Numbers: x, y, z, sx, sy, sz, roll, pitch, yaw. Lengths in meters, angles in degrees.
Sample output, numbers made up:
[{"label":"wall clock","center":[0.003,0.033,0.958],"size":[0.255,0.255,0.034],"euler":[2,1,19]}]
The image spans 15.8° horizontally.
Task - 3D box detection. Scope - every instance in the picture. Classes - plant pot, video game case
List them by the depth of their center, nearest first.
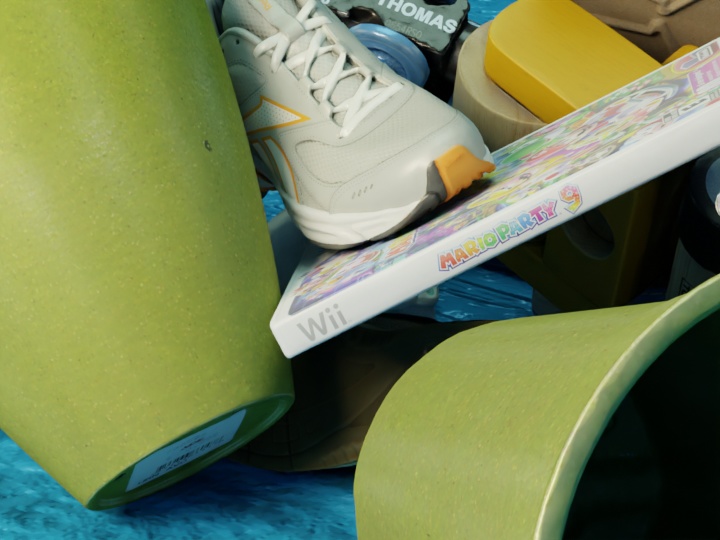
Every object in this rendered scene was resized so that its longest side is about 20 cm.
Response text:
[{"label":"plant pot","center":[0.091,0.086,0.819],"size":[0.199,0.201,0.190],"euler":[-8,7,-26]},{"label":"video game case","center":[0.062,-0.032,1.017],"size":[0.199,0.018,0.143],"euler":[-27,10,10]},{"label":"plant pot","center":[-0.111,-0.015,1.027],"size":[0.186,0.201,0.187],"euler":[-28,-11,-6]}]

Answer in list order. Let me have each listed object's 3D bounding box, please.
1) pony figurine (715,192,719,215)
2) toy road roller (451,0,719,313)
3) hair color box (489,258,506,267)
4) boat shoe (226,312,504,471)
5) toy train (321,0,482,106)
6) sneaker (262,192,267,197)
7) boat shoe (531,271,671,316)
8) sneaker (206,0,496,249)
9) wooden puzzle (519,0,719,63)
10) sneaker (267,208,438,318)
[{"label":"pony figurine","center":[0.193,0.047,0.993],"size":[0.199,0.168,0.193],"euler":[3,-10,9]},{"label":"toy road roller","center":[0.148,-0.049,1.160],"size":[0.200,0.123,0.146],"euler":[37,55,24]},{"label":"hair color box","center":[0.080,-0.047,1.365],"size":[0.100,0.061,0.199],"euler":[-17,25,-42]},{"label":"boat shoe","center":[0.009,0.052,1.068],"size":[0.200,0.072,0.066],"euler":[-1,-12,38]},{"label":"toy train","center":[-0.027,-0.123,1.296],"size":[0.199,0.114,0.087],"euler":[22,60,10]},{"label":"sneaker","center":[-0.079,-0.042,1.280],"size":[0.075,0.082,0.200],"euler":[31,8,11]},{"label":"boat shoe","center":[0.182,-0.012,1.245],"size":[0.199,0.073,0.072],"euler":[-3,18,-12]},{"label":"sneaker","center":[-0.021,-0.073,1.060],"size":[0.076,0.092,0.200],"euler":[-32,26,-20]},{"label":"wooden puzzle","center":[0.171,-0.120,1.178],"size":[0.199,0.186,0.047],"euler":[9,59,-3]},{"label":"sneaker","center":[0.000,0.000,1.202],"size":[0.075,0.089,0.200],"euler":[-31,10,23]}]
